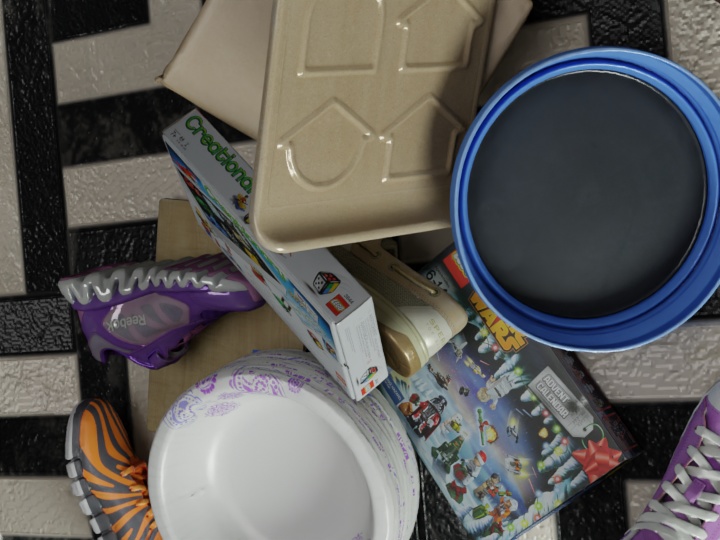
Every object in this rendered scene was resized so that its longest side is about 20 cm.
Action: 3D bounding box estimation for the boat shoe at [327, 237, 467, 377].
[{"bbox_3d":[0.000,0.000,0.978,0.065,0.072,0.200,-36,46,-14],"label":"boat shoe"}]

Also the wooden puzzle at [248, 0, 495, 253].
[{"bbox_3d":[0.005,-0.121,0.833,0.046,0.185,0.200,20,112,43],"label":"wooden puzzle"}]

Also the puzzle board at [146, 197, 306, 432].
[{"bbox_3d":[-0.108,0.045,1.101,0.150,0.017,0.200,7,96,28],"label":"puzzle board"}]

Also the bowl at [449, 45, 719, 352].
[{"bbox_3d":[0.155,-0.047,0.877,0.200,0.039,0.201,-2,101,-8],"label":"bowl"}]

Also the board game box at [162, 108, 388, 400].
[{"bbox_3d":[-0.059,-0.010,0.937,0.035,0.126,0.200,-37,64,-13],"label":"board game box"}]

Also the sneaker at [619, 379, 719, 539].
[{"bbox_3d":[0.217,0.159,0.870,0.073,0.114,0.201,28,104,27],"label":"sneaker"}]

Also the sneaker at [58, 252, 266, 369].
[{"bbox_3d":[-0.153,0.036,1.078,0.200,0.080,0.089,-5,97,33],"label":"sneaker"}]

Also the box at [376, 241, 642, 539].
[{"bbox_3d":[0.092,0.088,0.977,0.137,0.040,0.200,-41,73,24],"label":"box"}]

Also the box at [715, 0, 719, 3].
[{"bbox_3d":[0.231,-0.254,0.810,0.200,0.166,0.164,38,109,22],"label":"box"}]

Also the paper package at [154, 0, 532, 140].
[{"bbox_3d":[-0.008,-0.168,0.941,0.200,0.103,0.191,31,109,-4],"label":"paper package"}]

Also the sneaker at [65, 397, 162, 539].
[{"bbox_3d":[-0.170,0.194,1.117,0.112,0.078,0.200,-15,96,25],"label":"sneaker"}]

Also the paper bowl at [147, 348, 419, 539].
[{"bbox_3d":[-0.052,0.157,1.012,0.200,0.104,0.201,6,107,21],"label":"paper bowl"}]
